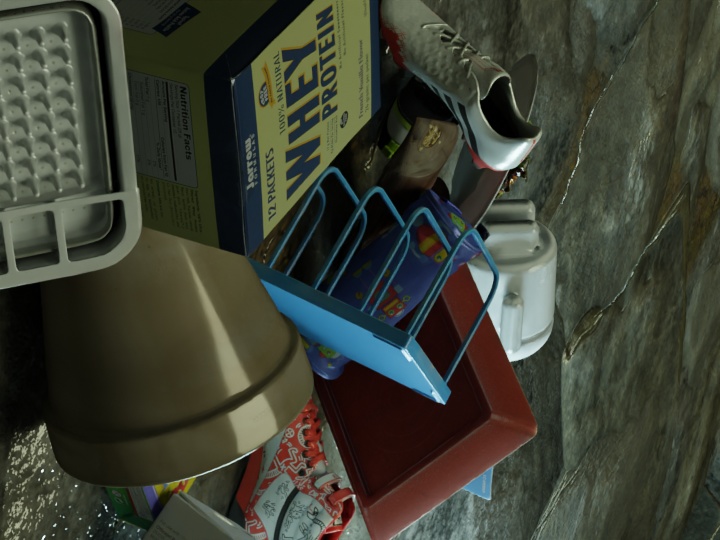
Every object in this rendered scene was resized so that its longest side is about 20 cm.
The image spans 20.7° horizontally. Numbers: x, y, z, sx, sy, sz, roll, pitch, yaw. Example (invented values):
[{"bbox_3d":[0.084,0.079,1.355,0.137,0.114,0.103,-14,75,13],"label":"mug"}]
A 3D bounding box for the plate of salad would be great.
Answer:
[{"bbox_3d":[0.139,-0.118,1.956,0.200,0.048,0.202,-157,-90,-79],"label":"plate of salad"}]

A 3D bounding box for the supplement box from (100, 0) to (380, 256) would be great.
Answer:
[{"bbox_3d":[-0.117,-0.139,1.311,0.200,0.198,0.135,-51,149,-44],"label":"supplement box"}]

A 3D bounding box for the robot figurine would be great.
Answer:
[{"bbox_3d":[0.161,0.018,2.190,0.170,0.112,0.201,-87,177,-54],"label":"robot figurine"}]

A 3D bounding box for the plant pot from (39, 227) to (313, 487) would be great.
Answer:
[{"bbox_3d":[-0.148,0.029,1.397,0.200,0.198,0.175,-47,130,-48],"label":"plant pot"}]

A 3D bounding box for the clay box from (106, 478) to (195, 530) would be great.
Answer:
[{"bbox_3d":[-0.143,0.101,1.606,0.201,0.047,0.115,-59,155,-30],"label":"clay box"}]

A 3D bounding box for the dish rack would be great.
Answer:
[{"bbox_3d":[-0.225,-0.083,1.201,0.044,0.170,0.201,-119,-158,-51],"label":"dish rack"}]

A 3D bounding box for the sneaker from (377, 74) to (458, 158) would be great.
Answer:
[{"bbox_3d":[0.065,-0.161,1.938,0.083,0.072,0.200,-50,174,30],"label":"sneaker"}]

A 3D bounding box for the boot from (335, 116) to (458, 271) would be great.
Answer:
[{"bbox_3d":[0.059,-0.089,1.856,0.187,0.064,0.201,-51,169,-41],"label":"boot"}]

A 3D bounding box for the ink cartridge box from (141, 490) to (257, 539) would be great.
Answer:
[{"bbox_3d":[-0.154,0.295,1.598,0.201,0.084,0.145,-55,155,-5],"label":"ink cartridge box"}]

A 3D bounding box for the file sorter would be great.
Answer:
[{"bbox_3d":[0.000,0.000,1.662,0.123,0.199,0.139,-60,155,-13],"label":"file sorter"}]

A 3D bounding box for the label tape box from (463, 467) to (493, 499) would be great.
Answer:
[{"bbox_3d":[0.065,0.114,1.903,0.066,0.199,0.144,-33,136,-44],"label":"label tape box"}]

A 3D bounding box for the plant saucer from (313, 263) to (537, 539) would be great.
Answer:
[{"bbox_3d":[0.045,0.115,1.798,0.199,0.201,0.037,-38,145,23],"label":"plant saucer"}]

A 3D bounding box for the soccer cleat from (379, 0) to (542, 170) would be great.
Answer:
[{"bbox_3d":[0.094,-0.183,1.820,0.068,0.201,0.085,-37,-177,-33],"label":"soccer cleat"}]

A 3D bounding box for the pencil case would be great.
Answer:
[{"bbox_3d":[0.020,0.009,1.778,0.200,0.078,0.087,-41,-162,15],"label":"pencil case"}]

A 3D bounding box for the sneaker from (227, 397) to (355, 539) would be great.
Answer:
[{"bbox_3d":[-0.048,0.172,1.802,0.067,0.107,0.203,14,91,-68],"label":"sneaker"}]
